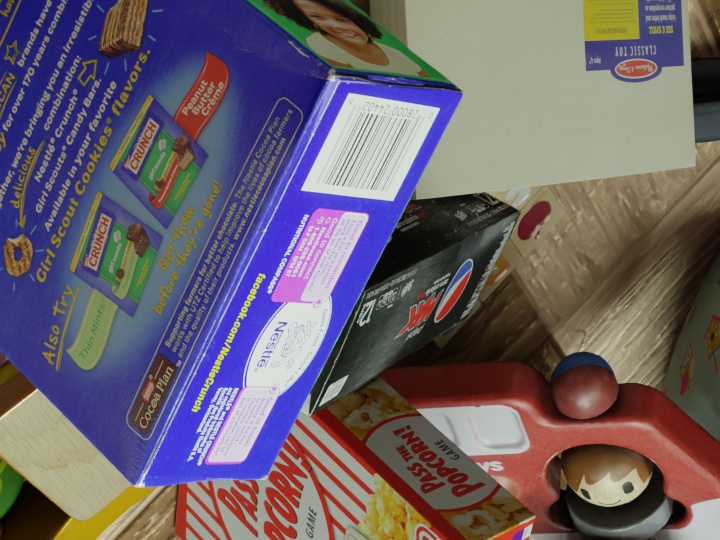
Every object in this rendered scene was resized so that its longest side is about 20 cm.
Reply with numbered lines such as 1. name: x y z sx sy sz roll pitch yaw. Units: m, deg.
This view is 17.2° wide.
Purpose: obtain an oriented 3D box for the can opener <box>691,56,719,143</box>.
1. can opener: 0.201 -0.091 1.270 0.199 0.063 0.079 -11 130 -42

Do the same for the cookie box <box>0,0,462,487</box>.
1. cookie box: -0.083 -0.046 0.885 0.075 0.200 0.172 4 119 -50

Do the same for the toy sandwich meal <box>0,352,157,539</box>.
1. toy sandwich meal: -0.141 0.074 1.040 0.204 0.070 0.206 -28 139 -28

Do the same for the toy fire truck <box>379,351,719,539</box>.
1. toy fire truck: 0.092 0.106 1.230 0.168 0.198 0.113 64 29 -47

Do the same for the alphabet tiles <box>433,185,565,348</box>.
1. alphabet tiles: 0.038 -0.040 1.187 0.167 0.006 0.200 -47 145 -5

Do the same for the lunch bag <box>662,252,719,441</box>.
1. lunch bag: 0.233 0.077 1.345 0.200 0.121 0.171 -61 170 -64

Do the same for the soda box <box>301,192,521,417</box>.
1. soda box: 0.000 0.000 1.059 0.064 0.070 0.200 -66 164 19

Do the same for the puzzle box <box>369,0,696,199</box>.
1. puzzle box: 0.084 -0.106 1.109 0.199 0.025 0.134 -7 96 -43

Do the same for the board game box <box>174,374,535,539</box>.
1. board game box: -0.009 0.118 1.113 0.046 0.200 0.152 -21 135 -33
